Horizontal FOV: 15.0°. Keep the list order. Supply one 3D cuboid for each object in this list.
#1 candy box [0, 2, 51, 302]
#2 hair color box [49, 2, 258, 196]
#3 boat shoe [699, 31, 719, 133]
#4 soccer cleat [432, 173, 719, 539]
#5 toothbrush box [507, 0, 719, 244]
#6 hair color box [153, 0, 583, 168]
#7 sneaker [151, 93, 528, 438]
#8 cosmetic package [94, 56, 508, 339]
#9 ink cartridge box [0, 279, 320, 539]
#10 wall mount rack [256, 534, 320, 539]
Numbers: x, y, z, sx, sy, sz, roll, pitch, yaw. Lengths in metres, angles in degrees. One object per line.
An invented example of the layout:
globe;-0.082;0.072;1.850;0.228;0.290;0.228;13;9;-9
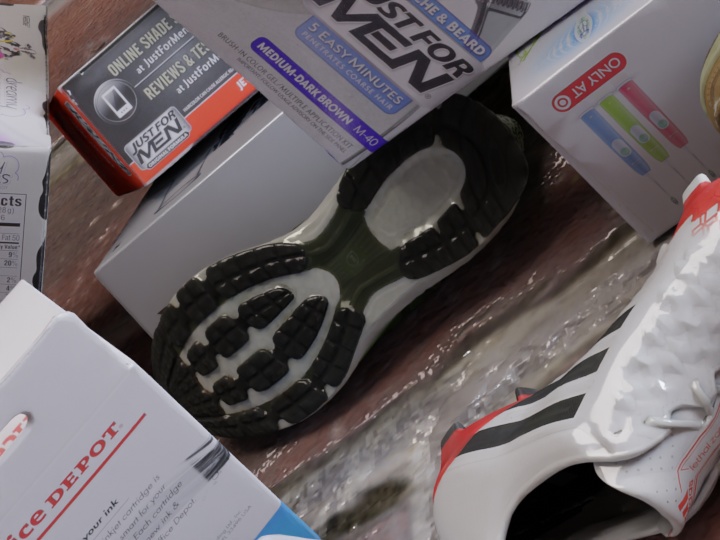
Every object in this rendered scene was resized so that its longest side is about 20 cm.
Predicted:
candy box;-0.184;-0.004;1.269;0.168;0.071;0.200;-103;18;-63
hair color box;-0.089;-0.089;1.280;0.102;0.061;0.200;-41;5;-5
boat shoe;0.199;-0.083;0.909;0.200;0.072;0.076;-31;40;31
soccer cleat;0.103;0.038;0.883;0.200;0.069;0.085;-42;33;17
toothbrush box;0.134;-0.128;1.058;0.146;0.086;0.200;-37;27;22
hair color box;0.030;-0.135;1.007;0.200;0.109;0.065;-36;27;31
sneaker;0.000;0.000;1.133;0.200;0.077;0.089;-38;-6;23
cosmetic package;-0.018;-0.064;1.210;0.200;0.052;0.151;-40;11;15
ink cartridge box;-0.111;0.085;0.979;0.068;0.200;0.116;35;81;37
wall mount rack;-0.048;0.184;0.898;0.200;0.075;0.174;-21;67;46
